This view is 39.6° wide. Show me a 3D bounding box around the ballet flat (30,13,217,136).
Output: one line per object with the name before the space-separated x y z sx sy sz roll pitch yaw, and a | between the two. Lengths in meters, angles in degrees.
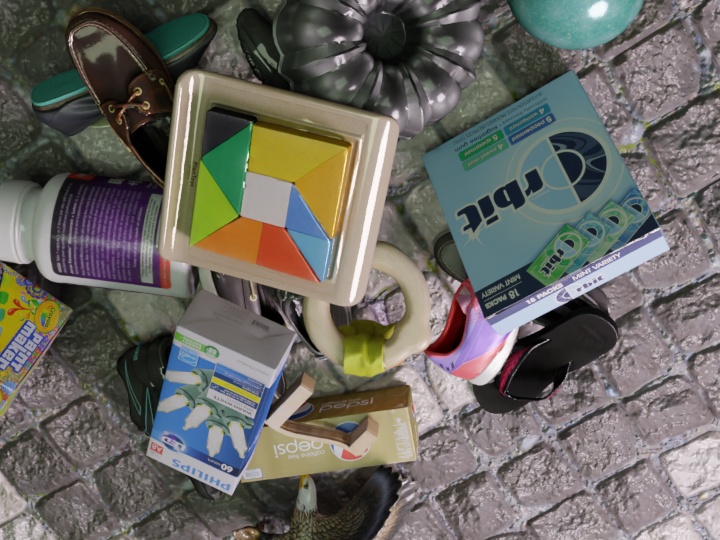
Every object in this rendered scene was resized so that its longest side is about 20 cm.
ballet flat | -0.220 -0.184 0.972 0.199 0.073 0.073 -23 110 6

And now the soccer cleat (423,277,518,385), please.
soccer cleat | 0.133 0.016 0.968 0.073 0.068 0.201 21 105 -23

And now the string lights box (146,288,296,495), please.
string lights box | -0.140 0.123 0.984 0.102 0.059 0.201 24 130 3

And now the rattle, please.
rattle | 0.000 0.000 1.003 0.130 0.143 0.201 -30 83 22

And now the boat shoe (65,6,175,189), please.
boat shoe | -0.196 -0.147 0.914 0.070 0.071 0.200 -29 121 15

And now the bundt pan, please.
bundt pan | 0.024 -0.213 0.897 0.200 0.076 0.204 -2 100 -13

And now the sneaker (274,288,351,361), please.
sneaker | -0.058 -0.001 1.022 0.074 0.082 0.201 -21 110 12

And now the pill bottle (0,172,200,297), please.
pill bottle | -0.260 -0.039 1.005 0.198 0.112 0.112 7 113 0

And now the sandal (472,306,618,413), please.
sandal | 0.182 0.102 1.038 0.075 0.045 0.200 35 136 -13

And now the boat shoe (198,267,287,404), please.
boat shoe | -0.109 0.061 1.049 0.060 0.072 0.202 -12 121 10

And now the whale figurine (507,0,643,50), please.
whale figurine | 0.205 -0.292 0.872 0.158 0.104 0.201 21 112 -5

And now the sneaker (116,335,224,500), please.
sneaker | -0.205 0.167 1.119 0.079 0.075 0.201 -14 105 24

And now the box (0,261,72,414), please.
box | -0.436 0.077 1.025 0.192 0.122 0.200 36 132 -11

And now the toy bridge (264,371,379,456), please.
toy bridge | -0.073 0.135 1.030 0.199 0.027 0.067 37 115 -14

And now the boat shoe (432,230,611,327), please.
boat shoe | 0.169 0.013 1.027 0.199 0.057 0.067 23 112 -6

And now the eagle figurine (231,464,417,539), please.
eagle figurine | -0.035 0.288 1.102 0.198 0.152 0.152 -8 119 6

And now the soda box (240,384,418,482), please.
soda box | -0.037 0.179 1.101 0.198 0.068 0.065 -8 104 7

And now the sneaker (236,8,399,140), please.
sneaker | -0.037 -0.181 0.961 0.091 0.076 0.200 -41 112 8

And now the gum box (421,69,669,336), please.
gum box | 0.164 -0.065 0.926 0.169 0.201 0.045 -29 143 14

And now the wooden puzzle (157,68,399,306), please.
wooden puzzle | -0.078 -0.069 0.893 0.198 0.037 0.186 13 114 2
